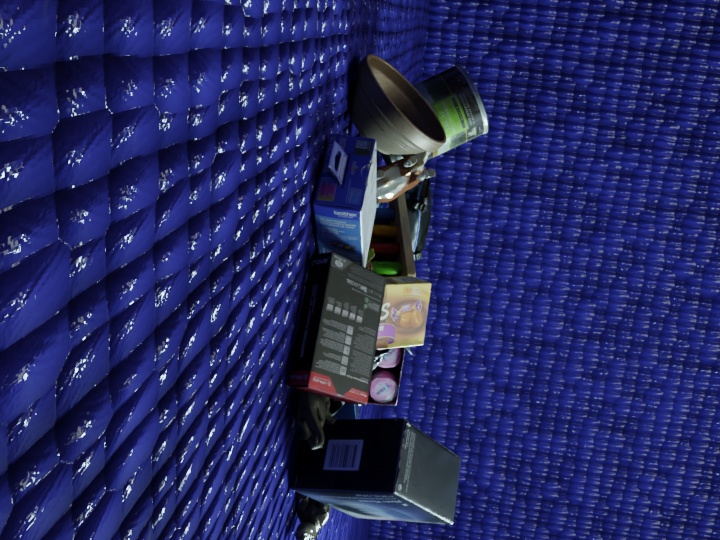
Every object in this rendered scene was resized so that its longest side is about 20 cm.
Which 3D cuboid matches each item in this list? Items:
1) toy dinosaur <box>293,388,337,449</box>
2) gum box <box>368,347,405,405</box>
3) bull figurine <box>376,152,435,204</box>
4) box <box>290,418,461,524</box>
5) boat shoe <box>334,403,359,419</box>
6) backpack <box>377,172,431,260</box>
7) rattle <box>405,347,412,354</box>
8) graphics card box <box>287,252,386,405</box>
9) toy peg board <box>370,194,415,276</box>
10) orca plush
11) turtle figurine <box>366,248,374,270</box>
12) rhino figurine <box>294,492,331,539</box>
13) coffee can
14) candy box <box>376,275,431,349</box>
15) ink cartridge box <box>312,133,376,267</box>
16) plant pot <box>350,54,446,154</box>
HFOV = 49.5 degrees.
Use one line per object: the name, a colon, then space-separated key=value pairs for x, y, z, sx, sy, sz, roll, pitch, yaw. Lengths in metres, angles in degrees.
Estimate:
toy dinosaur: x=-0.074 y=0.201 z=1.173 sx=0.200 sy=0.077 sz=0.102 roll=-54 pitch=139 yaw=-68
gum box: x=0.046 y=0.148 z=1.534 sx=0.114 sy=0.066 sz=0.200 roll=-109 pitch=-155 yaw=-68
bull figurine: x=0.062 y=-0.166 z=1.396 sx=0.065 sy=0.200 sz=0.121 roll=60 pitch=-15 yaw=-7
box: x=0.030 y=0.332 z=1.278 sx=0.198 sy=0.200 sz=0.123 roll=40 pitch=52 yaw=-45
boat shoe: x=-0.026 y=0.292 z=1.587 sx=0.069 sy=0.084 sz=0.200 roll=55 pitch=45 yaw=-65
backpack: x=0.096 y=-0.147 z=1.878 sx=0.200 sy=0.147 sz=0.183 roll=-69 pitch=165 yaw=-51
rattle: x=0.051 y=0.087 z=1.691 sx=0.200 sy=0.130 sz=0.143 roll=-116 pitch=-140 yaw=-61
graphics card box: x=-0.031 y=0.086 z=1.144 sx=0.125 sy=0.051 sz=0.200 roll=24 pitch=69 yaw=-41
toy peg board: x=0.029 y=-0.031 z=1.616 sx=0.200 sy=0.098 sz=0.199 roll=116 pitch=-28 yaw=-57
orca plush: x=-0.036 y=0.181 z=1.327 sx=0.105 sy=0.071 sz=0.200 roll=-49 pitch=178 yaw=-43
turtle figurine: x=0.000 y=0.000 z=1.423 sx=0.200 sy=0.064 sz=0.161 roll=53 pitch=-6 yaw=36
rhino figurine: x=-0.080 y=0.410 z=1.350 sx=0.200 sy=0.060 sz=0.088 roll=-72 pitch=165 yaw=-52
coffee can: x=0.126 y=-0.291 z=1.513 sx=0.146 sy=0.200 sz=0.147 roll=155 pitch=-90 yaw=-90
candy box: x=0.023 y=0.073 z=1.324 sx=0.056 sy=0.200 sz=0.117 roll=20 pitch=-73 yaw=50
ink cartridge box: x=-0.020 y=-0.108 z=1.170 sx=0.200 sy=0.076 sz=0.137 roll=91 pitch=8 yaw=-58
plant pot: x=0.050 y=-0.268 z=1.350 sx=0.093 sy=0.201 sz=0.201 roll=-40 pitch=-166 yaw=25
